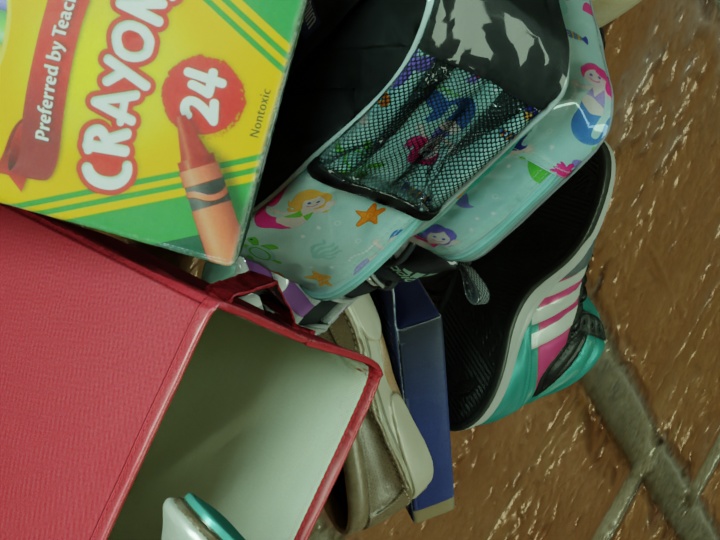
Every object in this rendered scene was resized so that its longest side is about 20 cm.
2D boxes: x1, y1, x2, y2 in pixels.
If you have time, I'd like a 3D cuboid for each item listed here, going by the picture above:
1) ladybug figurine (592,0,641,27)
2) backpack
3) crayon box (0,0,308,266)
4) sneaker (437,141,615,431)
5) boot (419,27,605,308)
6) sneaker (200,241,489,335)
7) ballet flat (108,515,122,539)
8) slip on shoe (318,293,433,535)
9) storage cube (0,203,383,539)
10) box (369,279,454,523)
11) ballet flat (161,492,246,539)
[{"bbox_3d":[0.160,-0.227,1.322,0.200,0.136,0.072,-49,118,-2],"label":"ladybug figurine"},{"bbox_3d":[0.008,-0.087,0.982,0.150,0.178,0.200,29,126,-31],"label":"backpack"},{"bbox_3d":[-0.126,-0.091,0.857,0.051,0.199,0.127,-83,-171,-74],"label":"crayon box"},{"bbox_3d":[0.116,0.006,1.356,0.121,0.084,0.200,-4,125,-61],"label":"sneaker"},{"bbox_3d":[0.089,-0.063,1.399,0.200,0.070,0.132,-49,153,-6],"label":"boot"},{"bbox_3d":[0.000,0.000,1.106,0.078,0.140,0.201,-16,126,-60],"label":"sneaker"},{"bbox_3d":[-0.142,0.171,1.115,0.068,0.075,0.200,27,108,-24],"label":"ballet flat"},{"bbox_3d":[-0.025,0.055,1.222,0.061,0.076,0.200,-37,119,-29],"label":"slip on shoe"},{"bbox_3d":[-0.128,0.073,0.998,0.171,0.179,0.200,25,89,-62],"label":"storage cube"},{"bbox_3d":[0.015,0.038,1.286,0.032,0.121,0.200,-19,136,-11],"label":"box"},{"bbox_3d":[-0.049,0.155,0.952,0.070,0.069,0.200,-60,153,-10],"label":"ballet flat"}]
